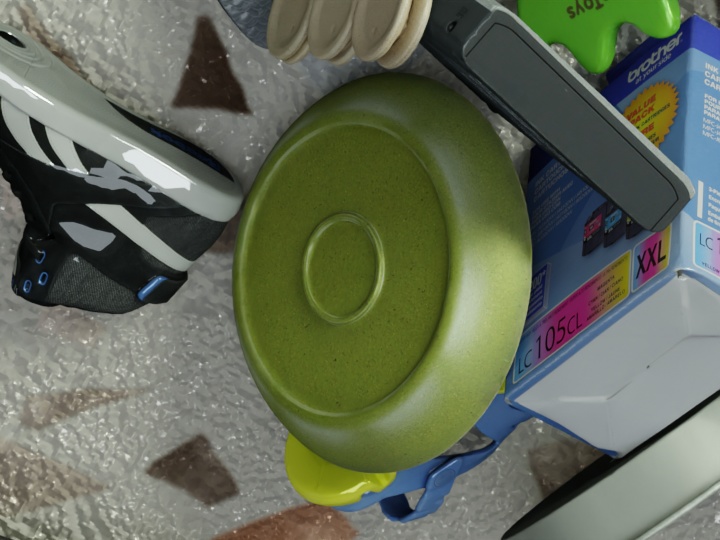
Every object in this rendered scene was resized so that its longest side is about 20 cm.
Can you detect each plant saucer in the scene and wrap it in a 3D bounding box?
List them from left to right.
[{"bbox_3d":[0.000,0.000,1.389,0.031,0.200,0.201,5,117,-47],"label":"plant saucer"}]

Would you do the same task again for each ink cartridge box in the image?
[{"bbox_3d":[0.144,-0.028,1.367,0.076,0.201,0.136,30,134,-21],"label":"ink cartridge box"}]

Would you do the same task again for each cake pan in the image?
[{"bbox_3d":[0.151,0.101,1.416,0.200,0.200,0.037,-36,87,12],"label":"cake pan"}]

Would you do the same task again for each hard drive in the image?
[{"bbox_3d":[0.065,-0.098,1.322,0.139,0.200,0.033,40,93,-28],"label":"hard drive"}]

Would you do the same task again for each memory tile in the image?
[{"bbox_3d":[0.013,-0.191,1.304,0.017,0.153,0.201,17,86,-25],"label":"memory tile"}]

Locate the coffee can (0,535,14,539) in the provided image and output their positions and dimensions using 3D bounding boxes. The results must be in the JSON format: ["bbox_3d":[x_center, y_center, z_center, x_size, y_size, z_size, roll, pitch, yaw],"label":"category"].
[{"bbox_3d":[-0.157,0.228,1.484,0.199,0.146,0.147,19,109,-7],"label":"coffee can"}]

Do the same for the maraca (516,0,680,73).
[{"bbox_3d":[0.091,-0.195,1.339,0.137,0.107,0.201,-26,87,45],"label":"maraca"}]

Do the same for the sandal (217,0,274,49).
[{"bbox_3d":[-0.058,-0.210,1.388,0.076,0.043,0.201,-18,104,-3],"label":"sandal"}]

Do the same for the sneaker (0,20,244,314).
[{"bbox_3d":[-0.170,-0.046,1.426,0.199,0.073,0.112,32,107,-10],"label":"sneaker"}]

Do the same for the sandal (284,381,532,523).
[{"bbox_3d":[0.056,0.066,1.471,0.199,0.080,0.087,-32,143,4],"label":"sandal"}]
